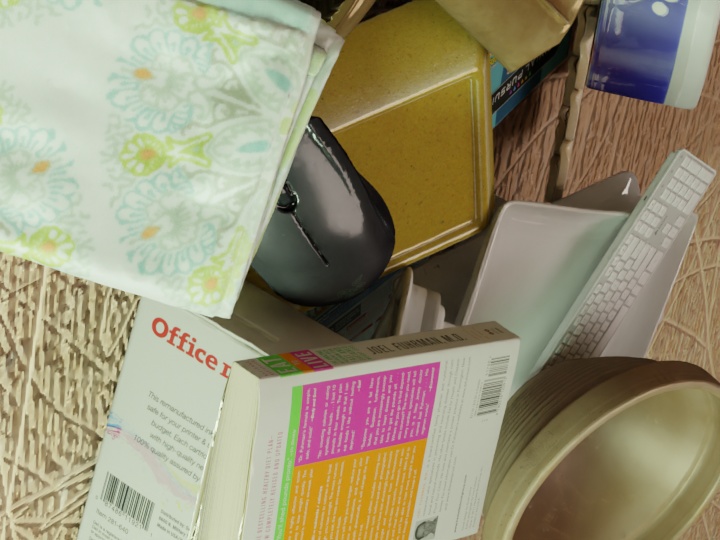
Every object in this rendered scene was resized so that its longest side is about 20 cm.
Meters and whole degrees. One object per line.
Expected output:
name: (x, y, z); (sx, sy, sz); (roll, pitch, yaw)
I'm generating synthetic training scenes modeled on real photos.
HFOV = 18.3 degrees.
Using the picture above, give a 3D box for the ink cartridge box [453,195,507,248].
ink cartridge box: (0.108, 0.055, 1.659); (0.067, 0.116, 0.200); (9, 107, -61)

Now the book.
book: (0.002, 0.105, 1.293); (0.200, 0.048, 0.134); (-6, 117, -41)

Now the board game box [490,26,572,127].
board game box: (0.097, -0.196, 1.463); (0.151, 0.047, 0.200); (-44, 152, -43)

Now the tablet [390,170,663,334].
tablet: (0.121, 0.022, 1.568); (0.200, 0.014, 0.130); (-24, 119, -17)

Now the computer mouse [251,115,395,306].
computer mouse: (-0.044, -0.033, 1.307); (0.138, 0.053, 0.200); (-34, 136, 9)

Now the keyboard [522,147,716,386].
keyboard: (0.178, 0.008, 1.528); (0.056, 0.011, 0.200); (26, 98, -47)

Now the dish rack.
dish rack: (0.015, 0.110, 1.467); (0.200, 0.044, 0.172); (117, -13, -59)

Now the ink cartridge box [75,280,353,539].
ink cartridge box: (-0.081, 0.119, 1.379); (0.084, 0.145, 0.200); (-13, 126, -53)

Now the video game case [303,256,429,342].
video game case: (0.000, 0.000, 1.539); (0.143, 0.018, 0.200); (-37, 143, -37)

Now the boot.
boot: (0.046, -0.162, 1.281); (0.200, 0.066, 0.175); (33, 87, -50)

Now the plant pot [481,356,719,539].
plant pot: (0.152, 0.127, 1.512); (0.201, 0.093, 0.201); (-24, 139, -23)

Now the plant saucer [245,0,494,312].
plant saucer: (0.008, -0.062, 1.395); (0.200, 0.048, 0.200); (-25, 139, -18)

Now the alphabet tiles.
alphabet tiles: (0.154, -0.151, 1.575); (0.196, 0.015, 0.200); (-73, 173, -56)

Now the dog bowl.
dog bowl: (0.211, -0.216, 1.538); (0.200, 0.079, 0.200); (11, 90, -86)

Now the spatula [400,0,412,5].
spatula: (0.027, -0.177, 1.409); (0.057, 0.021, 0.200); (-62, 162, 1)

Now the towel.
towel: (-0.127, -0.079, 1.104); (0.048, 0.200, 0.171); (-105, -145, -71)

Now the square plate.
square plate: (0.129, 0.041, 1.535); (0.200, 0.028, 0.198); (2, 115, -42)
